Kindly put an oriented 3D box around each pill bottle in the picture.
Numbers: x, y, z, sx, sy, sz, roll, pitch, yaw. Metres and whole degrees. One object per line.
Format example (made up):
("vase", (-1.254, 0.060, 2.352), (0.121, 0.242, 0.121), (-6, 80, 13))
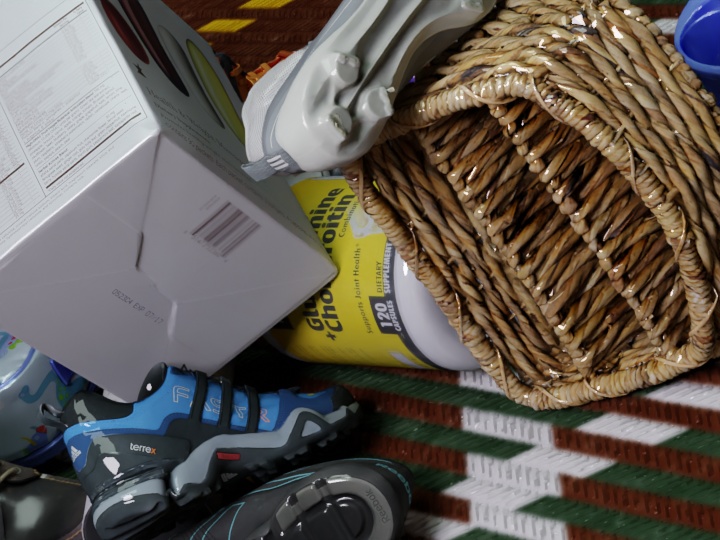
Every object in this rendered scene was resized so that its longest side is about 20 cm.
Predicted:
("pill bottle", (0.000, 0.000, 1.374), (0.199, 0.112, 0.112), (0, 44, 47))

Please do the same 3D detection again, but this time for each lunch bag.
("lunch bag", (-0.241, 0.059, 1.572), (0.160, 0.083, 0.200), (-21, 31, 24))

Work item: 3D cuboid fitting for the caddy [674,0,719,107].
("caddy", (0.273, -0.144, 1.306), (0.199, 0.105, 0.142), (-6, 41, 42))

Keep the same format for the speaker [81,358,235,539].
("speaker", (-0.118, 0.093, 1.389), (0.081, 0.081, 0.200), (-25, 31, 17))

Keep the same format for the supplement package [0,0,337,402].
("supplement package", (-0.149, -0.061, 1.300), (0.147, 0.191, 0.200), (-38, 54, 10))

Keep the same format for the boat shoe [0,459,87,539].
("boat shoe", (-0.231, 0.153, 1.428), (0.199, 0.073, 0.075), (-11, 36, 36))

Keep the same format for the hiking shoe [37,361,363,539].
("hiking shoe", (-0.078, 0.082, 1.283), (0.200, 0.087, 0.074), (-15, -20, -49))

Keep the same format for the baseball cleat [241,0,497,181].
("baseball cleat", (0.001, -0.122, 1.195), (0.106, 0.070, 0.200), (-15, 27, 49))

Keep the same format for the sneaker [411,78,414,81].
("sneaker", (0.082, -0.078, 1.384), (0.199, 0.084, 0.081), (12, 55, 14))

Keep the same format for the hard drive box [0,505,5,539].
("hard drive box", (-0.281, 0.143, 1.316), (0.155, 0.201, 0.077), (-6, 29, -7))

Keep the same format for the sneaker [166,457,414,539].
("sneaker", (-0.053, 0.157, 1.260), (0.199, 0.076, 0.079), (-25, 6, 22))

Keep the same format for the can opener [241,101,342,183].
("can opener", (-0.007, -0.081, 1.464), (0.199, 0.067, 0.054), (-11, 54, -6))

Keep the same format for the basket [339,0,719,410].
("basket", (0.111, -0.030, 1.204), (0.149, 0.200, 0.143), (-41, 22, -15))

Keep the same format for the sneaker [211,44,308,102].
("sneaker", (-0.069, -0.132, 1.645), (0.077, 0.112, 0.200), (4, 47, 49))
